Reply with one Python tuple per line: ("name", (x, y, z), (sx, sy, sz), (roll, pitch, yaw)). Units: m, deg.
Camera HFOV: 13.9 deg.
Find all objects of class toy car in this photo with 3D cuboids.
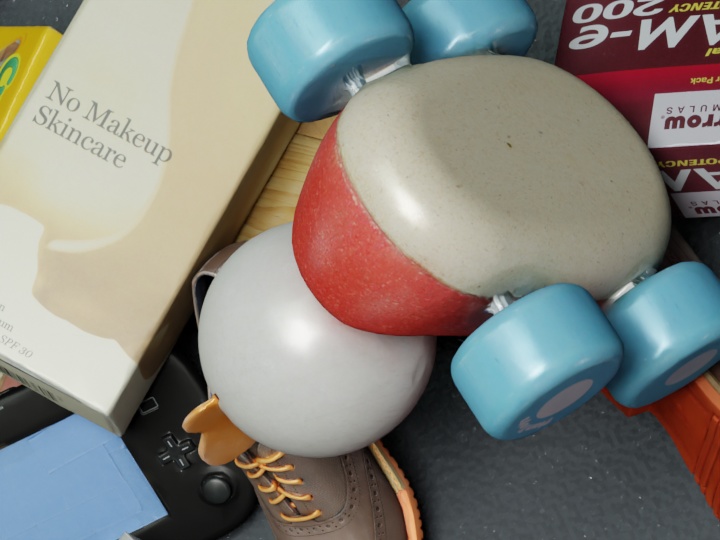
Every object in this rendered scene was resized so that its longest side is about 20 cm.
("toy car", (0.010, 0.010, 1.172), (0.200, 0.177, 0.185), (-43, 71, 31))

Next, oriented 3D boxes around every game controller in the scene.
("game controller", (-0.147, 0.104, 1.342), (0.200, 0.104, 0.042), (-26, 24, 16))

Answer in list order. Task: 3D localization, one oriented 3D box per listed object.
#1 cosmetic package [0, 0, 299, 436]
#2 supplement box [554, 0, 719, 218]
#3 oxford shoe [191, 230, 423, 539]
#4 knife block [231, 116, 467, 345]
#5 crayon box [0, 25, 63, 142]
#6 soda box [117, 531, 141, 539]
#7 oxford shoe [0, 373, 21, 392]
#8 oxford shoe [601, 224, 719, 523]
("cosmetic package", (-0.100, -0.041, 1.277), (0.105, 0.071, 0.200), (27, 80, 5))
("supplement box", (0.149, -0.121, 1.268), (0.109, 0.061, 0.201), (-3, 59, 26))
("oxford shoe", (-0.030, 0.085, 1.266), (0.071, 0.073, 0.201), (-18, 90, 34))
("knife block", (0.000, 0.000, 1.318), (0.200, 0.064, 0.176), (-30, 60, 14))
("crayon box", (-0.181, -0.049, 1.384), (0.200, 0.052, 0.126), (7, 71, 57))
("soda box", (-0.050, 0.204, 1.269), (0.068, 0.063, 0.200), (-48, 58, 3))
("oxford shoe", (-0.145, -0.009, 1.393), (0.075, 0.070, 0.201), (18, 80, 35))
("oxford shoe", (0.166, 0.057, 1.212), (0.072, 0.071, 0.200), (-33, 71, -26))
